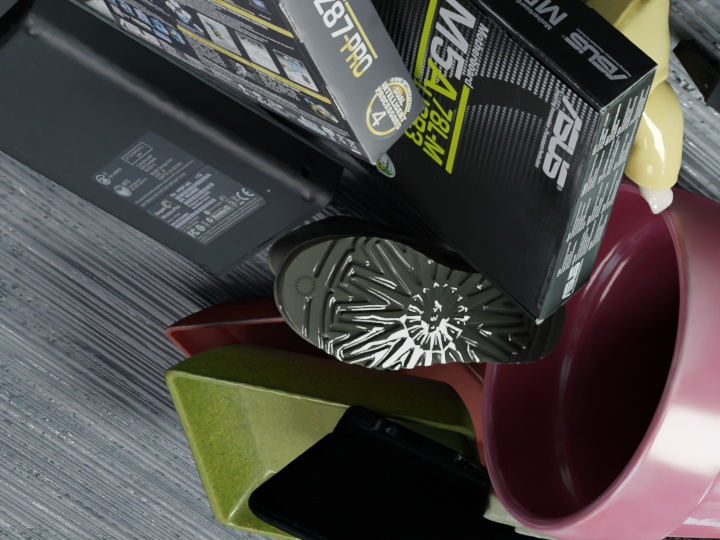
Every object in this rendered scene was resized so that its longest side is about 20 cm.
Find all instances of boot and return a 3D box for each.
[{"bbox_3d":[-0.002,0.002,1.599,0.181,0.073,0.200,14,-171,-30],"label":"boot"}]

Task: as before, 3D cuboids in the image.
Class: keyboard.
[{"bbox_3d":[0.239,-0.041,1.460,0.200,0.127,0.021,36,106,-26],"label":"keyboard"}]

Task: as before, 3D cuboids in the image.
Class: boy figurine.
[{"bbox_3d":[0.115,-0.079,1.487,0.124,0.064,0.200,43,153,3],"label":"boy figurine"}]

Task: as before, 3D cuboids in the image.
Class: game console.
[{"bbox_3d":[0.053,0.173,1.694,0.200,0.117,0.176,25,153,21],"label":"game console"}]

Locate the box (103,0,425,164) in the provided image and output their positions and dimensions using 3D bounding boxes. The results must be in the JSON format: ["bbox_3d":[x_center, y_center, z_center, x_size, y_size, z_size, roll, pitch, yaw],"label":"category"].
[{"bbox_3d":[-0.074,-0.149,1.435,0.200,0.049,0.161,30,162,39],"label":"box"}]

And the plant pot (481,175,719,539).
[{"bbox_3d":[0.190,0.066,1.587,0.179,0.201,0.200,17,154,-26],"label":"plant pot"}]

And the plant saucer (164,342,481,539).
[{"bbox_3d":[-0.007,0.113,1.835,0.199,0.048,0.200,11,149,16],"label":"plant saucer"}]

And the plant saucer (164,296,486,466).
[{"bbox_3d":[0.010,0.072,1.840,0.200,0.037,0.200,-7,141,37],"label":"plant saucer"}]

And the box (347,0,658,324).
[{"bbox_3d":[0.048,-0.094,1.449,0.193,0.047,0.200,45,154,18],"label":"box"}]

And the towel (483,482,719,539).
[{"bbox_3d":[0.174,0.123,1.691,0.199,0.193,0.035,19,121,3],"label":"towel"}]

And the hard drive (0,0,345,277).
[{"bbox_3d":[-0.127,-0.075,1.628,0.200,0.033,0.139,30,149,-19],"label":"hard drive"}]

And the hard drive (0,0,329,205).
[{"bbox_3d":[-0.124,-0.091,1.660,0.132,0.027,0.200,-9,140,40],"label":"hard drive"}]
